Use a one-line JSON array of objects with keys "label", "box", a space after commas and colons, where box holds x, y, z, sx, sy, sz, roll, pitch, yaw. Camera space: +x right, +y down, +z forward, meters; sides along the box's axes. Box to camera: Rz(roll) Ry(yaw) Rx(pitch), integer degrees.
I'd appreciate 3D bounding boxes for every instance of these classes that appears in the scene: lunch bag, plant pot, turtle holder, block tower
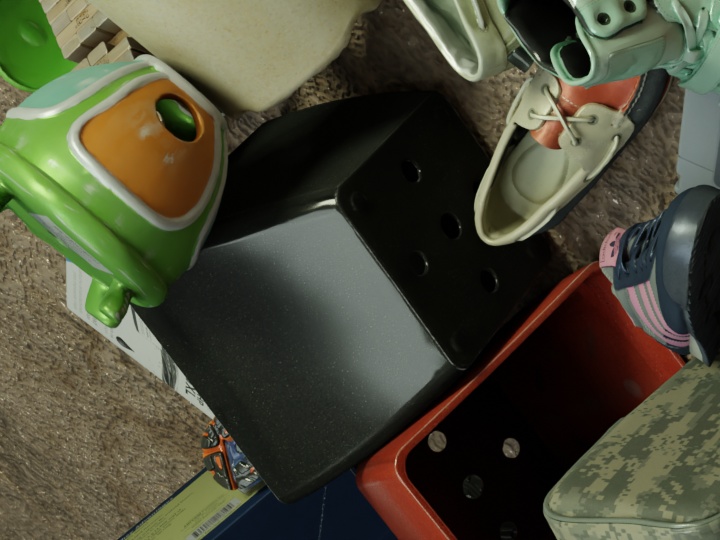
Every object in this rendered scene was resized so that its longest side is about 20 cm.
[{"label": "lunch bag", "box": [0.226, 0.156, 0.980, 0.139, 0.200, 0.168, -3, 117, 46]}, {"label": "plant pot", "box": [0.111, 0.141, 1.112, 0.200, 0.200, 0.176, 52, 156, -8]}, {"label": "plant pot", "box": [-0.087, -0.198, 0.987, 0.184, 0.201, 0.200, 46, 150, -21]}, {"label": "plant pot", "box": [0.000, 0.000, 1.088, 0.177, 0.200, 0.200, -23, 107, 45]}, {"label": "turtle holder", "box": [-0.144, -0.049, 0.995, 0.141, 0.132, 0.186, 37, 170, 9]}, {"label": "block tower", "box": [-0.161, -0.143, 1.138, 0.054, 0.058, 0.201, -38, 61, 26]}]

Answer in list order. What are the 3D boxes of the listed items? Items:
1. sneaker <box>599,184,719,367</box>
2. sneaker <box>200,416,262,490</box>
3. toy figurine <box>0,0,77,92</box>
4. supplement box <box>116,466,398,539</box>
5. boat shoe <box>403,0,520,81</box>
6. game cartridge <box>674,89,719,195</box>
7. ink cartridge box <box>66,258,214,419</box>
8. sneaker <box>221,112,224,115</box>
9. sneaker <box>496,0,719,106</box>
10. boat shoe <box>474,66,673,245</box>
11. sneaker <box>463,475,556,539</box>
[{"label": "sneaker", "box": [0.165, -0.001, 0.934, 0.082, 0.070, 0.200, 27, 167, 20]}, {"label": "sneaker", "box": [-0.035, 0.088, 1.280, 0.200, 0.078, 0.076, -36, 82, 23]}, {"label": "toy figurine", "box": [-0.322, -0.216, 1.307, 0.200, 0.151, 0.184, 35, 170, -29]}, {"label": "supplement box", "box": [-0.086, 0.237, 1.375, 0.135, 0.200, 0.200, 54, 167, -11]}, {"label": "boat shoe", "box": [0.032, -0.192, 0.930, 0.200, 0.062, 0.072, 52, 149, 12]}, {"label": "game cartridge", "box": [0.230, -0.086, 0.862, 0.133, 0.042, 0.201, 24, 142, 24]}, {"label": "ink cartridge box", "box": [-0.136, 0.022, 1.353, 0.200, 0.084, 0.145, 35, 146, 16]}, {"label": "sneaker", "box": [-0.128, -0.122, 1.215, 0.199, 0.072, 0.080, -7, 141, 45]}, {"label": "sneaker", "box": [0.155, -0.096, 0.795, 0.200, 0.118, 0.074, 37, 145, 12]}, {"label": "boat shoe", "box": [0.117, -0.085, 0.967, 0.071, 0.063, 0.200, 42, 146, 10]}, {"label": "sneaker", "box": [0.112, 0.209, 1.285, 0.199, 0.074, 0.080, 7, 136, 45]}]
